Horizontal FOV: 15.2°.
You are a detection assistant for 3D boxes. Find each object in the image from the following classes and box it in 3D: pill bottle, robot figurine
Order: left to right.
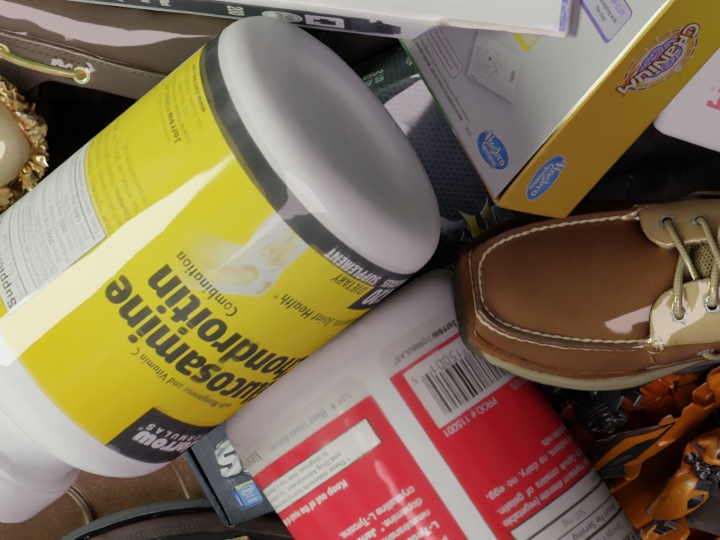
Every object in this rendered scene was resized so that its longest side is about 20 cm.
[{"bbox_3d":[-0.077,0.006,0.992,0.200,0.112,0.112,-38,109,21],"label":"pill bottle"},{"bbox_3d":[0.045,0.109,1.042,0.112,0.112,0.200,-35,87,20],"label":"pill bottle"},{"bbox_3d":[0.121,0.086,1.132,0.200,0.058,0.145,-36,143,26],"label":"robot figurine"}]

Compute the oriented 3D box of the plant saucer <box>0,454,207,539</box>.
[{"bbox_3d":[-0.143,0.107,1.202,0.200,0.032,0.200,1,117,2],"label":"plant saucer"}]

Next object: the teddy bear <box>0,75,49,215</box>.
[{"bbox_3d":[-0.175,-0.013,1.094,0.145,0.067,0.200,8,129,17],"label":"teddy bear"}]

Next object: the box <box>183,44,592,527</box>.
[{"bbox_3d":[0.000,0.000,1.116,0.200,0.051,0.158,-22,113,8],"label":"box"}]

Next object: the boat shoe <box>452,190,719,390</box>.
[{"bbox_3d":[0.135,0.000,1.021,0.200,0.076,0.074,-2,163,-20],"label":"boat shoe"}]

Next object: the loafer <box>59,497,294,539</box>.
[{"bbox_3d":[-0.037,0.143,1.170,0.200,0.063,0.072,2,120,-15],"label":"loafer"}]

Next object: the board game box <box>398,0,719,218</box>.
[{"bbox_3d":[0.090,-0.142,0.984,0.040,0.153,0.200,10,132,-43],"label":"board game box"}]

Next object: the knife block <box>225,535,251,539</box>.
[{"bbox_3d":[-0.060,0.206,1.138,0.200,0.064,0.176,-16,118,15],"label":"knife block"}]

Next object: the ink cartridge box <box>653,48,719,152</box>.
[{"bbox_3d":[0.209,-0.131,1.022,0.145,0.088,0.200,18,118,-6],"label":"ink cartridge box"}]

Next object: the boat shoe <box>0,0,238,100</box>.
[{"bbox_3d":[-0.123,-0.096,1.065,0.200,0.072,0.060,7,105,3],"label":"boat shoe"}]

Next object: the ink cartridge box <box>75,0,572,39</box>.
[{"bbox_3d":[-0.012,-0.188,0.984,0.200,0.043,0.198,7,87,3],"label":"ink cartridge box"}]
